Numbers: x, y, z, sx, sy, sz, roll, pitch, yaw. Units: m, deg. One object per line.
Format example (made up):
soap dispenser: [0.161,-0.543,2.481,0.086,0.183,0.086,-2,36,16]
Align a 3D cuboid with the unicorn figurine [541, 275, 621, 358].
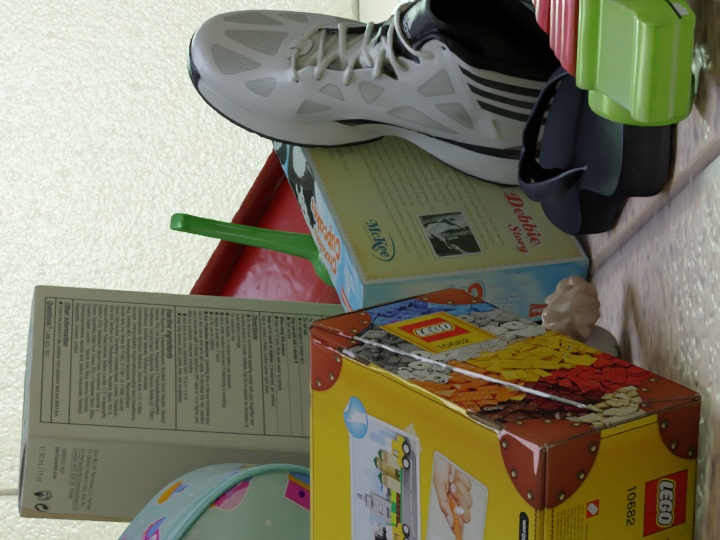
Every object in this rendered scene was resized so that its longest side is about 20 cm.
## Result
unicorn figurine: [0.085,0.090,0.925,0.138,0.073,0.201,-78,6,-56]

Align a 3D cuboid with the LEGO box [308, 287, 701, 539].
LEGO box: [0.050,0.127,0.799,0.149,0.077,0.202,24,119,51]

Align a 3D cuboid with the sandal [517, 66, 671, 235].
sandal: [0.092,-0.059,0.888,0.200,0.042,0.077,118,152,-84]

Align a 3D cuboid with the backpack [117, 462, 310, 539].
backpack: [-0.028,0.185,0.960,0.177,0.199,0.153,-57,10,-11]

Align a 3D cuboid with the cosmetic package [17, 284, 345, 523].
cosmetic package: [-0.074,0.072,1.074,0.073,0.198,0.104,106,165,-47]

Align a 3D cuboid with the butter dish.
butter dish: [0.011,0.023,1.331,0.148,0.199,0.201,33,94,47]

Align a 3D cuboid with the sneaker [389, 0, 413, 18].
sneaker: [0.061,-0.141,1.287,0.201,0.076,0.089,90,170,-61]

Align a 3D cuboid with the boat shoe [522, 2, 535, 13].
boat shoe: [0.081,-0.198,1.022,0.067,0.073,0.201,-61,-16,-54]

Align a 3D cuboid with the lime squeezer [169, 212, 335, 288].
lime squeezer: [0.000,0.000,1.097,0.070,0.199,0.038,-21,63,46]

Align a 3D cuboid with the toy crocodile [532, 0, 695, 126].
toy crocodile: [0.089,-0.106,0.774,0.200,0.061,0.068,-97,7,-62]

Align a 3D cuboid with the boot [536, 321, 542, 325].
boot: [0.069,0.065,1.133,0.167,0.072,0.202,71,-151,-61]

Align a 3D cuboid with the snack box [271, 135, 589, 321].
snack box: [0.028,-0.043,1.058,0.201,0.115,0.037,-114,23,-50]

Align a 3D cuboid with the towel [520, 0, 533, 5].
towel: [0.052,-0.225,0.955,0.023,0.143,0.202,-31,-44,-43]

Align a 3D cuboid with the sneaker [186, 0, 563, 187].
sneaker: [0.011,-0.113,1.006,0.116,0.198,0.076,90,-166,-59]
